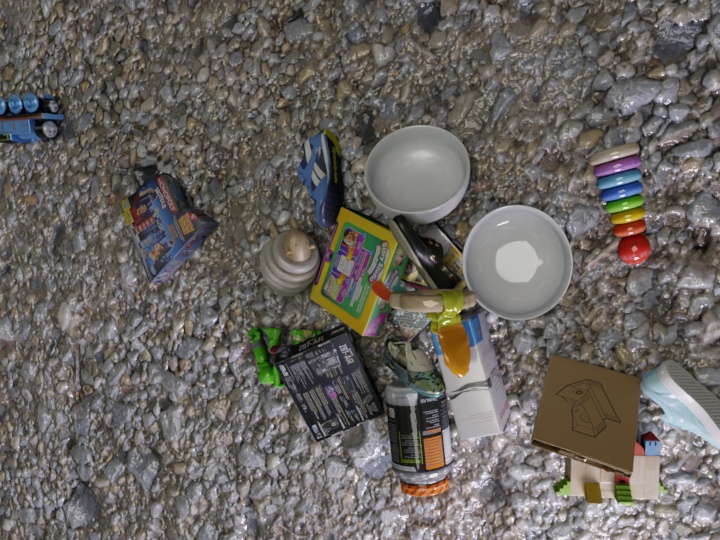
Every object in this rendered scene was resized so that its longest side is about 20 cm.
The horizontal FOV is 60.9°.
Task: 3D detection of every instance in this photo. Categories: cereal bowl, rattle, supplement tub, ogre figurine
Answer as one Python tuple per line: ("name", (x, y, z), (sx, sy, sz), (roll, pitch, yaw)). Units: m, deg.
("cereal bowl", (0.109, -0.169, 1.156), (0.194, 0.084, 0.205), (-6, 60, 10))
("rattle", (0.106, 0.091, 1.072), (0.196, 0.129, 0.147), (-3, 109, 39))
("supplement tub", (0.114, 0.317, 1.183), (0.119, 0.122, 0.206), (-5, 91, 20))
("ogre figurine", (-0.156, 0.184, 1.292), (0.194, 0.098, 0.124), (3, 83, 6))
("cereal bowl", (0.282, -0.014, 1.118), (0.194, 0.083, 0.207), (0, 90, 10))

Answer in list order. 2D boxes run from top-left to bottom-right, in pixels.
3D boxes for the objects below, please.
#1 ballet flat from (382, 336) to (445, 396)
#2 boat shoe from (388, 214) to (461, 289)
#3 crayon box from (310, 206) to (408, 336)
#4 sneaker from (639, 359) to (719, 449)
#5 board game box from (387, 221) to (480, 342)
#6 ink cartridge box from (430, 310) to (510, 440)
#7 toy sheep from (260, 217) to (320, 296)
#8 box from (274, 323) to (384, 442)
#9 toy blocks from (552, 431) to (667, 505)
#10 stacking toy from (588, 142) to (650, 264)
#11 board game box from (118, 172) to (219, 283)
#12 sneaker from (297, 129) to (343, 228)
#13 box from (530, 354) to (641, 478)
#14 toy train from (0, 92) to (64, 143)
("ballet flat", (0.095, 0.174, 1.158), (0.199, 0.072, 0.076), (21, 103, 62))
("boat shoe", (0.116, -0.032, 1.113), (0.063, 0.074, 0.202), (-39, 123, 1))
("crayon box", (0.000, 0.000, 1.216), (0.171, 0.058, 0.205), (29, 103, 39))
("sneaker", (0.565, 0.245, 1.049), (0.201, 0.074, 0.082), (49, 136, 7))
("board game box", (0.123, 0.024, 1.213), (0.200, 0.034, 0.136), (-45, 77, 16))
("ink cartridge box", (0.207, 0.189, 1.130), (0.082, 0.144, 0.205), (-17, 86, 20))
("toy sheep", (-0.148, -0.018, 1.264), (0.138, 0.137, 0.201), (45, 147, 13))
("box", (-0.060, 0.227, 1.223), (0.157, 0.044, 0.203), (-24, 111, 6))
("toy blocks", (0.438, 0.318, 1.070), (0.194, 0.100, 0.141), (0, 96, 7))
("stacking toy", (0.459, -0.111, 1.060), (0.083, 0.085, 0.206), (-13, 91, 20))
("board game box", (-0.431, -0.108, 1.401), (0.197, 0.061, 0.204), (-27, 83, 18))
("sneaker", (-0.084, -0.183, 1.257), (0.080, 0.074, 0.206), (-8, 74, 23))
("box", (0.388, 0.240, 1.049), (0.160, 0.201, 0.022), (14, 134, 19))
("toy train", (-0.836, -0.379, 1.532), (0.194, 0.087, 0.118), (2, 102, 18))
